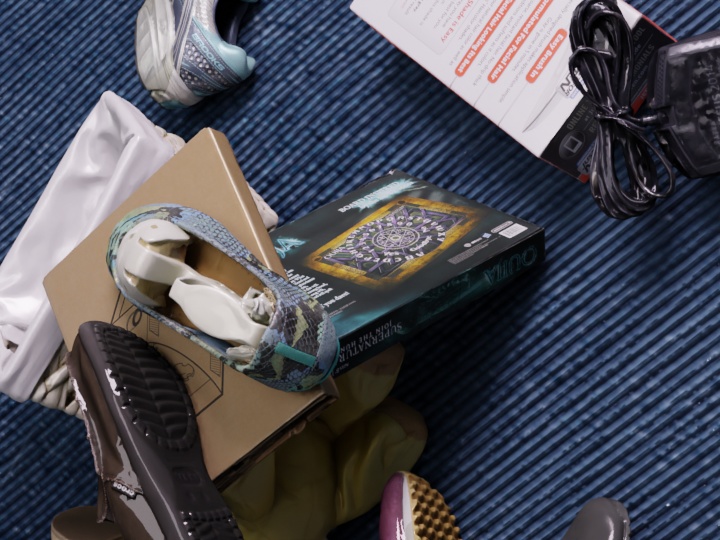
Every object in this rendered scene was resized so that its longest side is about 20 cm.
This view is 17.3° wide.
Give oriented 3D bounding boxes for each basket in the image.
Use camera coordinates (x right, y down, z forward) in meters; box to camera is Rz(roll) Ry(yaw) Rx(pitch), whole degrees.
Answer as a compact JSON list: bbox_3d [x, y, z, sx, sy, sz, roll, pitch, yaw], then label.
[{"bbox_3d":[-0.160,0.001,1.609,0.200,0.123,0.136,-60,23,7],"label":"basket"}]

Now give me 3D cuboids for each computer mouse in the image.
[{"bbox_3d":[0.230,-0.111,1.411,0.200,0.053,0.139,-8,94,23],"label":"computer mouse"}]

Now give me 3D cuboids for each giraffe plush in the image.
[{"bbox_3d":[-0.068,0.105,1.538,0.162,0.173,0.200,35,133,48],"label":"giraffe plush"}]

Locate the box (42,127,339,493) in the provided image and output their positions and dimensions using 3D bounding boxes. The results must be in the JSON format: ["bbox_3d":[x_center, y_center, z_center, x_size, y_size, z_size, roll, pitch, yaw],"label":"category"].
[{"bbox_3d":[-0.108,0.039,1.430,0.163,0.021,0.200,-40,58,25],"label":"box"}]

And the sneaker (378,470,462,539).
[{"bbox_3d":[0.019,0.225,1.466,0.090,0.075,0.200,-18,66,25],"label":"sneaker"}]

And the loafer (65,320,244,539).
[{"bbox_3d":[-0.132,0.118,1.366,0.071,0.073,0.200,-38,58,23],"label":"loafer"}]

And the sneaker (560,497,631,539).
[{"bbox_3d":[0.090,0.213,1.387,0.200,0.088,0.074,-63,8,-14],"label":"sneaker"}]

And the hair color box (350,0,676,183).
[{"bbox_3d":[0.098,-0.158,1.531,0.200,0.064,0.111,43,101,38],"label":"hair color box"}]

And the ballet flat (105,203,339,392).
[{"bbox_3d":[-0.096,0.007,1.370,0.200,0.074,0.074,26,92,39],"label":"ballet flat"}]

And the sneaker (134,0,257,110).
[{"bbox_3d":[-0.113,-0.217,1.707,0.086,0.078,0.200,-11,77,21],"label":"sneaker"}]

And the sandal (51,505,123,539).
[{"bbox_3d":[-0.136,0.230,1.598,0.212,0.078,0.070,26,123,45],"label":"sandal"}]

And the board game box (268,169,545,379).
[{"bbox_3d":[0.000,0.000,1.484,0.135,0.200,0.028,25,130,41],"label":"board game box"}]
